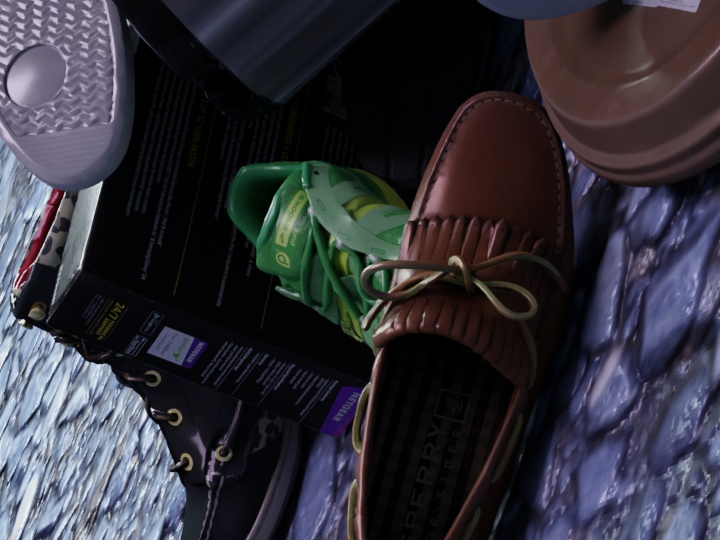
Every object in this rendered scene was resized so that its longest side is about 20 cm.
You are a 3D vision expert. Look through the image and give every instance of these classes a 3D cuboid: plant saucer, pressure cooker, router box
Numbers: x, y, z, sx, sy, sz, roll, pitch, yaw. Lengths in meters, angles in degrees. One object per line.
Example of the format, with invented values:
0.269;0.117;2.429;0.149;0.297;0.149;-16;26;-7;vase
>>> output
0.121;-0.129;1.094;0.200;0.029;0.201;-38;42;44;plant saucer
-0.031;-0.187;1.315;0.200;0.179;0.176;-40;44;8;pressure cooker
-0.053;-0.038;1.398;0.051;0.149;0.201;-51;22;48;router box

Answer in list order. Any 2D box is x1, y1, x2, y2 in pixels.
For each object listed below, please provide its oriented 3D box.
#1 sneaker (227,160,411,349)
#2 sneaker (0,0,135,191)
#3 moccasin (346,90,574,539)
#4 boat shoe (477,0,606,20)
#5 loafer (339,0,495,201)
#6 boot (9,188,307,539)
0.000;0.000;1.261;0.200;0.083;0.074;28;103;60;sneaker
-0.131;-0.098;1.375;0.073;0.118;0.201;-26;55;5;sneaker
0.034;0.028;1.132;0.078;0.073;0.202;72;-143;-76;moccasin
0.105;-0.180;1.065;0.200;0.071;0.091;-48;24;33;boat shoe
0.034;-0.115;1.402;0.072;0.072;0.201;62;-150;-57;loafer
-0.101;0.057;1.421;0.073;0.153;0.205;-21;49;69;boot
